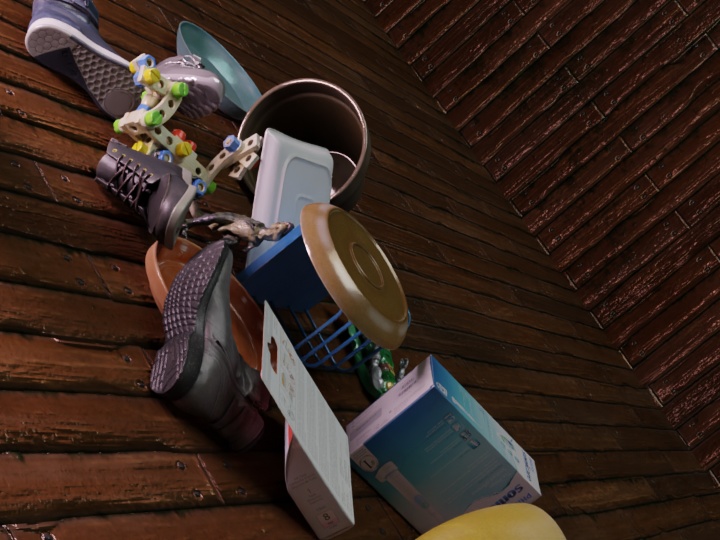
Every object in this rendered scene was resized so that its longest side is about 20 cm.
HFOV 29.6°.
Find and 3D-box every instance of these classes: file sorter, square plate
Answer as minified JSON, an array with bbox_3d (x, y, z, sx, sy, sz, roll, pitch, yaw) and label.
[{"bbox_3d":[-0.045,0.041,1.683,0.124,0.138,0.199,59,18,21],"label":"file sorter"},{"bbox_3d":[-0.086,-0.070,1.775,0.028,0.203,0.198,9,0,23],"label":"square plate"}]

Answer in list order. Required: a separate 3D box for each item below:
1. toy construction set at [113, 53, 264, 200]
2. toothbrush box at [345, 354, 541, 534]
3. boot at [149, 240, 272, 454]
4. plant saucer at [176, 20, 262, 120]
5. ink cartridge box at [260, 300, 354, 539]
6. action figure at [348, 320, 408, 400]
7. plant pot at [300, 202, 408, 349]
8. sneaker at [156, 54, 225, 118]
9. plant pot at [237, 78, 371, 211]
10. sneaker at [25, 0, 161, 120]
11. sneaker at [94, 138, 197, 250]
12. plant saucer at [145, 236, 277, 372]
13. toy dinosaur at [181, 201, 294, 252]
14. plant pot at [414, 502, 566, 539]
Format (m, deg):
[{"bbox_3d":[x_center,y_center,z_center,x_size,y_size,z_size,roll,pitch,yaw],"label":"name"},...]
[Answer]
[{"bbox_3d":[-0.217,-0.162,1.674,0.199,0.092,0.133,33,59,-26],"label":"toy construction set"},{"bbox_3d":[0.098,0.227,1.632,0.200,0.146,0.086,45,17,-15],"label":"toothbrush box"},{"bbox_3d":[-0.141,0.080,1.403,0.131,0.069,0.202,41,46,-33],"label":"boot"},{"bbox_3d":[-0.226,-0.306,2.156,0.200,0.036,0.201,46,17,-18],"label":"plant saucer"},{"bbox_3d":[-0.071,0.156,1.425,0.201,0.057,0.163,56,13,-25],"label":"ink cartridge box"},{"bbox_3d":[0.027,0.125,1.850,0.118,0.054,0.201,41,22,-39],"label":"action figure"},{"bbox_3d":[0.000,0.000,1.613,0.200,0.027,0.201,48,20,-23],"label":"plant pot"},{"bbox_3d":[-0.230,-0.251,1.766,0.199,0.082,0.075,13,-28,53],"label":"sneaker"},{"bbox_3d":[-0.067,-0.156,2.023,0.201,0.199,0.174,56,0,22],"label":"plant pot"},{"bbox_3d":[-0.332,-0.279,1.727,0.202,0.077,0.147,39,22,-32],"label":"sneaker"},{"bbox_3d":[-0.242,-0.085,1.502,0.105,0.076,0.200,23,9,-15],"label":"sneaker"},{"bbox_3d":[-0.167,0.049,1.520,0.200,0.032,0.201,45,17,-18],"label":"plant saucer"},{"bbox_3d":[-0.169,-0.051,1.658,0.198,0.048,0.088,18,31,38],"label":"toy dinosaur"},{"bbox_3d":[0.107,0.337,1.389,0.140,0.201,0.201,8,37,-29],"label":"plant pot"}]
